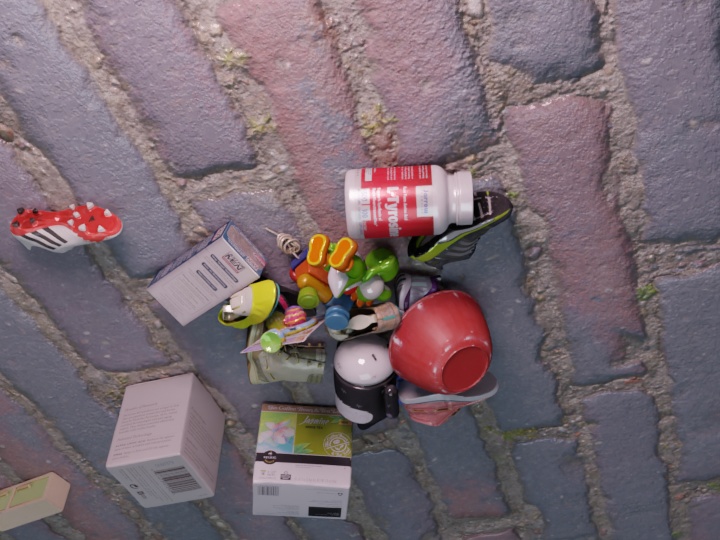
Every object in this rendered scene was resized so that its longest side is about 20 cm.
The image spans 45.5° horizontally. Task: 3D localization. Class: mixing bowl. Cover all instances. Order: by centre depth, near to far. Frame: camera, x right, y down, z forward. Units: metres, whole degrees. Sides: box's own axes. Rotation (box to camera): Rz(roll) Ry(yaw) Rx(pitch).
[{"bbox_3d":[0.163,0.148,1.547,0.199,0.108,0.201,-13,123,-21],"label":"mixing bowl"}]

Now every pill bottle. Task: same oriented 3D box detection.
[{"bbox_3d":[0.078,-0.110,1.371,0.199,0.113,0.113,-3,134,4],"label":"pill bottle"}]

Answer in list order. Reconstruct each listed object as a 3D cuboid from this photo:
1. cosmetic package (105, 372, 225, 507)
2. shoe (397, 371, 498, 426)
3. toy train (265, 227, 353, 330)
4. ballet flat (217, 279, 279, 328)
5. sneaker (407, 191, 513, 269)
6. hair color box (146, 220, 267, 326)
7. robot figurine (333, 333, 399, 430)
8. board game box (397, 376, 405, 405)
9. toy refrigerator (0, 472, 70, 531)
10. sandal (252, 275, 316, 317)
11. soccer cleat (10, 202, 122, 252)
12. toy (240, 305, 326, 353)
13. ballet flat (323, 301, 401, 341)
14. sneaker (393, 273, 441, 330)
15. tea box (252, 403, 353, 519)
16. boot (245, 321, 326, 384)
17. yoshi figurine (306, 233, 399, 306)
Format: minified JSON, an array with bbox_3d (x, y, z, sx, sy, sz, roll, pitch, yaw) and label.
[{"bbox_3d":[-0.392,0.348,1.761,0.164,0.200,0.165,-13,132,13],"label":"cosmetic package"},{"bbox_3d":[0.178,0.250,1.683,0.199,0.072,0.091,-9,134,17],"label":"shoe"},{"bbox_3d":[-0.094,0.017,1.494,0.200,0.116,0.085,33,126,-27],"label":"toy train"},{"bbox_3d":[-0.203,0.064,1.504,0.067,0.067,0.200,4,163,-24],"label":"ballet flat"},{"bbox_3d":[0.177,-0.065,1.451,0.200,0.074,0.081,-28,136,33],"label":"sneaker"},{"bbox_3d":[-0.271,0.007,1.517,0.200,0.061,0.100,-30,113,28],"label":"hair color box"},{"bbox_3d":[0.012,0.212,1.652,0.150,0.125,0.201,8,130,12],"label":"robot figurine"},{"bbox_3d":[0.144,0.204,1.716,0.134,0.045,0.200,23,130,-20],"label":"board game box"},{"bbox_3d":[-0.800,0.553,2.054,0.199,0.076,0.070,-22,130,22],"label":"toy refrigerator"},{"bbox_3d":[-0.171,0.054,1.580,0.200,0.045,0.075,31,126,-25],"label":"sandal"},{"bbox_3d":[-0.496,-0.066,1.466,0.199,0.069,0.085,0,143,6],"label":"soccer cleat"},{"bbox_3d":[-0.128,0.092,1.490,0.115,0.200,0.047,-12,100,14],"label":"toy"},{"bbox_3d":[-0.016,0.093,1.563,0.200,0.067,0.068,-19,89,44],"label":"ballet flat"},{"bbox_3d":[0.106,0.090,1.592,0.087,0.075,0.201,-2,133,-3],"label":"sneaker"},{"bbox_3d":[-0.119,0.400,1.806,0.199,0.197,0.134,3,135,-3],"label":"tea box"},{"bbox_3d":[-0.142,0.154,1.659,0.154,0.072,0.200,3,139,0],"label":"boot"},{"bbox_3d":[0.002,-0.015,1.464,0.112,0.113,0.200,-32,147,16],"label":"yoshi figurine"}]
